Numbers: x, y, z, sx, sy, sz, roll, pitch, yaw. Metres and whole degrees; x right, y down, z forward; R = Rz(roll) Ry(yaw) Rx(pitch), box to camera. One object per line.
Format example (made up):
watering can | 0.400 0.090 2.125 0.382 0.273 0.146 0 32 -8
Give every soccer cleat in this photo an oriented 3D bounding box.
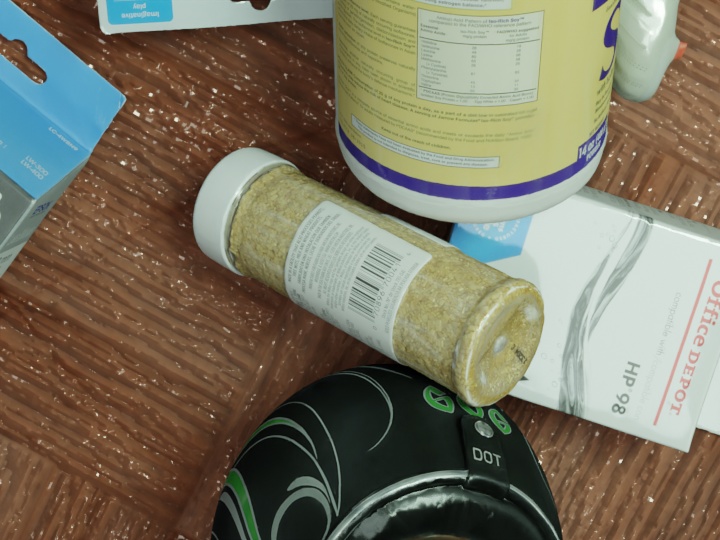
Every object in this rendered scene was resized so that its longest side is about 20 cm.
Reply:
soccer cleat | 0.129 -0.190 0.753 0.076 0.069 0.203 -1 92 -13

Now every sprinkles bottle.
sprinkles bottle | 0.000 0.000 0.751 0.199 0.068 0.069 28 103 34

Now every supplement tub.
supplement tub | 0.056 -0.141 0.696 0.143 0.146 0.202 3 131 5

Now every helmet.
helmet | 0.010 0.150 0.759 0.197 0.191 0.203 -3 102 -15

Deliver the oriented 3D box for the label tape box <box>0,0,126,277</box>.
label tape box | -0.250 -0.062 0.815 0.143 0.066 0.201 39 102 -1

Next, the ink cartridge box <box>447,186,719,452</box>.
ink cartridge box | 0.139 0.021 0.788 0.197 0.067 0.117 17 100 3

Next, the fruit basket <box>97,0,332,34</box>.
fruit basket | -0.052 -0.223 0.727 0.182 0.094 0.203 -5 111 -8
